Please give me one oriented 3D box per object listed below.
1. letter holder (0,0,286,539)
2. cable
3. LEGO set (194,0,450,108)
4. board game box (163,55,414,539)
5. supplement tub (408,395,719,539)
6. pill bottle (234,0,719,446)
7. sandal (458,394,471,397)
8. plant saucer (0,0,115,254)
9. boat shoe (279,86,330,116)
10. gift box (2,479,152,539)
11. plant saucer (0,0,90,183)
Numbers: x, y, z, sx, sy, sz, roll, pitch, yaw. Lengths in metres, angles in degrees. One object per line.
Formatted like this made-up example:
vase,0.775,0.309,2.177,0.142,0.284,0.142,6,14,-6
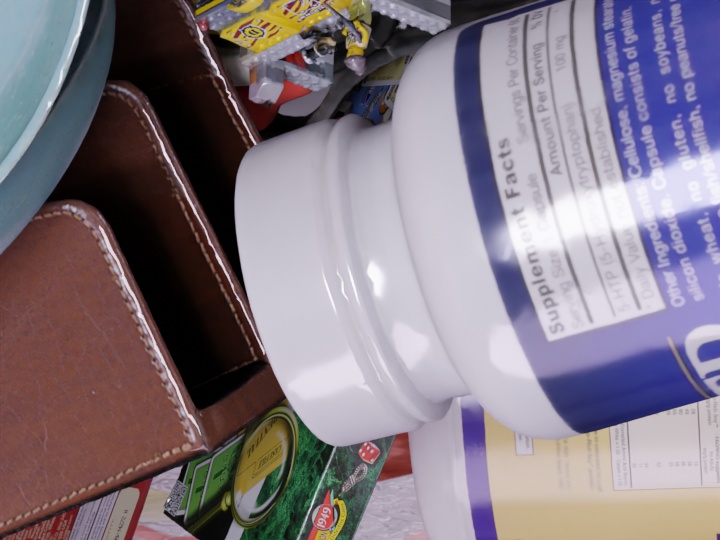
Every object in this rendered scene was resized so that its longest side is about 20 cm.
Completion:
letter holder,-0.127,0.006,0.878,0.199,0.143,0.100,-23,-175,32
cable,-0.009,-0.064,0.879,0.199,0.051,0.097,1,143,40
LEGO set,-0.010,-0.120,0.747,0.199,0.117,0.153,-17,153,38
board game box,0.000,0.000,0.918,0.023,0.201,0.105,23,180,-27
supplement tub,0.122,0.035,1.117,0.198,0.146,0.146,-2,159,8
pill bottle,0.073,-0.020,0.798,0.199,0.120,0.120,-16,155,17
sandal,0.050,-0.042,1.002,0.079,0.059,0.208,1,130,-23
plant saucer,-0.146,-0.022,0.817,0.199,0.201,0.027,-15,126,34
boat shoe,-0.020,-0.041,1.026,0.074,0.069,0.200,-2,158,14
gift box,-0.215,0.120,1.219,0.186,0.186,0.200,21,176,25
plant saucer,-0.147,-0.096,0.742,0.199,0.202,0.036,-9,-178,24
